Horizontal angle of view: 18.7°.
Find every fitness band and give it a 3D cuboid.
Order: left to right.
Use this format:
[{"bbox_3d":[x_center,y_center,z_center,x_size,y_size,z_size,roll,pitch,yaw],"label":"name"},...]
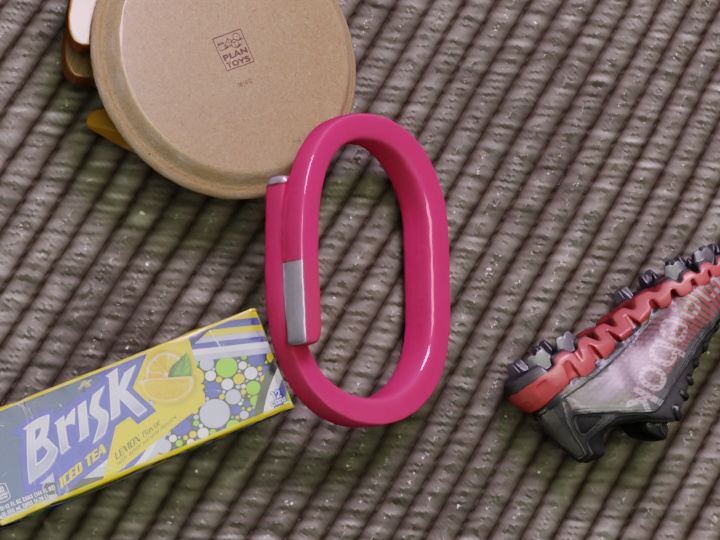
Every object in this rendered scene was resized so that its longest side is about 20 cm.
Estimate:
[{"bbox_3d":[0.000,0.000,1.406,0.143,0.037,0.202,8,79,-46],"label":"fitness band"}]

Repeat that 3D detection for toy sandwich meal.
[{"bbox_3d":[-0.100,-0.136,1.422,0.204,0.070,0.207,6,77,-25],"label":"toy sandwich meal"}]

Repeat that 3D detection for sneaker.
[{"bbox_3d":[0.195,0.057,1.460,0.200,0.071,0.098,-34,90,-15],"label":"sneaker"}]

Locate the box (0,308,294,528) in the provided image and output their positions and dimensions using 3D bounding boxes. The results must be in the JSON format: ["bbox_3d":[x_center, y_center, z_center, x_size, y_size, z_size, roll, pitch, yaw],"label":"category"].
[{"bbox_3d":[-0.149,0.093,1.370,0.199,0.064,0.071,-21,86,-17],"label":"box"}]
